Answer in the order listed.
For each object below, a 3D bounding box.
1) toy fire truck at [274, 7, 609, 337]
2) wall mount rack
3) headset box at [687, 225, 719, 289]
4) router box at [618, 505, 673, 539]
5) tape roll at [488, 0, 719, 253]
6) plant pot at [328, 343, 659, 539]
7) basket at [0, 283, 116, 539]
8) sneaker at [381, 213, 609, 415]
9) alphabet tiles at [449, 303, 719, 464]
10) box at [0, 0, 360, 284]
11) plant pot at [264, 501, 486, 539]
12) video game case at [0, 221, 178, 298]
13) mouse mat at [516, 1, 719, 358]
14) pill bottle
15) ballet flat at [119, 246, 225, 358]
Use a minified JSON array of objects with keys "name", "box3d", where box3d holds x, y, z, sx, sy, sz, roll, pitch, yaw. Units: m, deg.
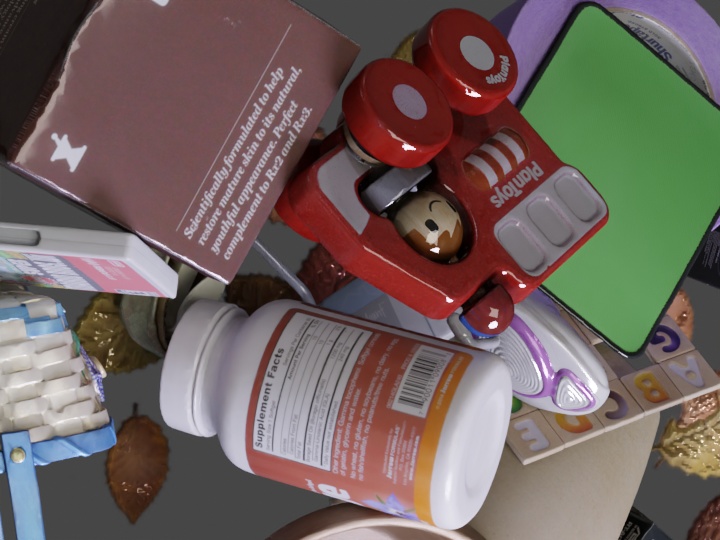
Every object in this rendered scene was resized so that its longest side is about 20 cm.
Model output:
[{"name":"toy fire truck","box3d":[0.052,-0.048,1.520,0.168,0.112,0.200,48,42,2]},{"name":"wall mount rack","box3d":[0.000,0.000,1.643,0.075,0.200,0.174,0,61,-61]},{"name":"headset box","box3d":[0.328,-0.038,1.785,0.075,0.200,0.149,14,95,-31]},{"name":"router box","box3d":[0.186,0.293,1.876,0.150,0.062,0.200,42,82,-32]},{"name":"tape roll","box3d":[0.166,-0.102,1.709,0.200,0.066,0.200,8,73,-26]},{"name":"plant pot","box3d":[0.112,0.144,1.742,0.200,0.187,0.187,-47,121,-26]},{"name":"basket","box3d":[-0.219,0.112,1.536,0.139,0.176,0.200,-6,98,-19]},{"name":"sneaker","box3d":[0.100,0.011,1.691,0.100,0.200,0.075,-34,158,-36]},{"name":"alphabet tiles","box3d":[0.120,0.049,1.722,0.200,0.167,0.008,-19,145,-27]},{"name":"box","box3d":[-0.142,-0.117,1.503,0.164,0.200,0.166,31,88,-32]},{"name":"plant pot","box3d":[0.000,0.220,1.633,0.201,0.093,0.201,-4,118,-7]},{"name":"video game case","box3d":[-0.216,-0.010,1.474,0.200,0.143,0.017,5,81,7]},{"name":"mouse mat","box3d":[0.163,-0.061,1.655,0.161,0.008,0.200,39,63,-13]},{"name":"pill bottle","box3d":[-0.016,0.081,1.558,0.112,0.200,0.112,15,90,-72]},{"name":"ballet flat","box3d":[-0.089,-0.032,1.610,0.067,0.062,0.200,11,113,-38]}]
